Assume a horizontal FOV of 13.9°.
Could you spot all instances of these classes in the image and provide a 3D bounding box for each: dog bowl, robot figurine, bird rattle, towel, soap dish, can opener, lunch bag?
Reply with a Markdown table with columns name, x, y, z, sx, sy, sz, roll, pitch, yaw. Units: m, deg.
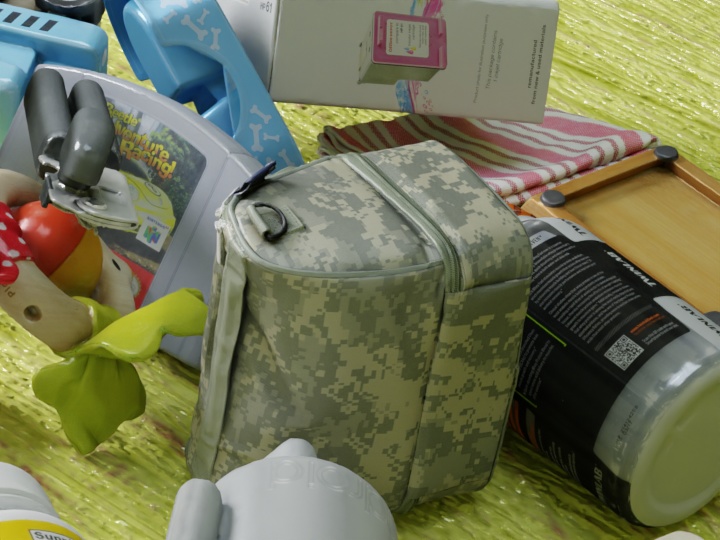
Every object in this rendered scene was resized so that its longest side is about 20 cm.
| name | x | y | z | sx | sy | sz | roll | pitch | yaw |
| --- | --- | --- | --- | --- | --- | --- | --- | --- | --- |
| dog bowl | -0.094 | -0.108 | 1.855 | 0.049 | 0.111 | 0.201 | -28 | 89 | -14 |
| robot figurine | -0.036 | 0.175 | 1.516 | 0.169 | 0.113 | 0.201 | 36 | 27 | -22 |
| bird rattle | -0.190 | 0.004 | 1.687 | 0.199 | 0.113 | 0.163 | 34 | 19 | -15 |
| towel | 0.086 | -0.084 | 1.959 | 0.146 | 0.030 | 0.199 | 21 | 28 | 40 |
| soap dish | 0.199 | 0.007 | 1.850 | 0.157 | 0.082 | 0.200 | -20 | 45 | -37 |
| can opener | -0.157 | -0.075 | 1.693 | 0.052 | 0.067 | 0.200 | 17 | 16 | -18 |
| lunch bag | -0.011 | 0.036 | 1.649 | 0.167 | 0.201 | 0.139 | -13 | 42 | -32 |

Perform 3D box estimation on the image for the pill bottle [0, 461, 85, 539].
| name | x | y | z | sx | sy | sz | roll | pitch | yaw |
| --- | --- | --- | --- | --- | --- | --- | --- | --- | --- |
| pill bottle | -0.169 | 0.192 | 1.458 | 0.114 | 0.115 | 0.200 | -7 | 37 | -23 |

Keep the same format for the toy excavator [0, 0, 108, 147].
| name | x | y | z | sx | sy | sz | roll | pitch | yaw |
| --- | --- | --- | --- | --- | --- | --- | --- | --- | --- |
| toy excavator | -0.209 | -0.101 | 1.913 | 0.193 | 0.100 | 0.201 | 14 | 48 | 4 |

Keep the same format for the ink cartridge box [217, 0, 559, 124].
| name | x | y | z | sx | sy | sz | roll | pitch | yaw |
| --- | --- | --- | --- | --- | --- | --- | --- | --- | --- |
| ink cartridge box | 0.008 | -0.153 | 1.929 | 0.199 | 0.085 | 0.144 | 5 | 10 | -23 |

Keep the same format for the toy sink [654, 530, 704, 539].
| name | x | y | z | sx | sy | sz | roll | pitch | yaw |
| --- | --- | --- | --- | --- | --- | --- | --- | --- | --- |
| toy sink | 0.120 | 0.237 | 1.469 | 0.199 | 0.113 | 0.130 | -20 | 44 | -30 |

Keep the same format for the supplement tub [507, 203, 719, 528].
| name | x | y | z | sx | sy | sz | roll | pitch | yaw |
| --- | --- | --- | --- | --- | --- | --- | --- | --- | --- |
| supplement tub | 0.132 | 0.050 | 1.734 | 0.122 | 0.123 | 0.200 | -20 | 45 | -37 |

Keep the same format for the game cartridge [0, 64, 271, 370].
| name | x | y | z | sx | sy | sz | roll | pitch | yaw |
| --- | --- | --- | --- | --- | --- | --- | --- | --- | --- |
| game cartridge | -0.140 | -0.041 | 1.792 | 0.199 | 0.134 | 0.041 | 29 | 5 | 27 |
